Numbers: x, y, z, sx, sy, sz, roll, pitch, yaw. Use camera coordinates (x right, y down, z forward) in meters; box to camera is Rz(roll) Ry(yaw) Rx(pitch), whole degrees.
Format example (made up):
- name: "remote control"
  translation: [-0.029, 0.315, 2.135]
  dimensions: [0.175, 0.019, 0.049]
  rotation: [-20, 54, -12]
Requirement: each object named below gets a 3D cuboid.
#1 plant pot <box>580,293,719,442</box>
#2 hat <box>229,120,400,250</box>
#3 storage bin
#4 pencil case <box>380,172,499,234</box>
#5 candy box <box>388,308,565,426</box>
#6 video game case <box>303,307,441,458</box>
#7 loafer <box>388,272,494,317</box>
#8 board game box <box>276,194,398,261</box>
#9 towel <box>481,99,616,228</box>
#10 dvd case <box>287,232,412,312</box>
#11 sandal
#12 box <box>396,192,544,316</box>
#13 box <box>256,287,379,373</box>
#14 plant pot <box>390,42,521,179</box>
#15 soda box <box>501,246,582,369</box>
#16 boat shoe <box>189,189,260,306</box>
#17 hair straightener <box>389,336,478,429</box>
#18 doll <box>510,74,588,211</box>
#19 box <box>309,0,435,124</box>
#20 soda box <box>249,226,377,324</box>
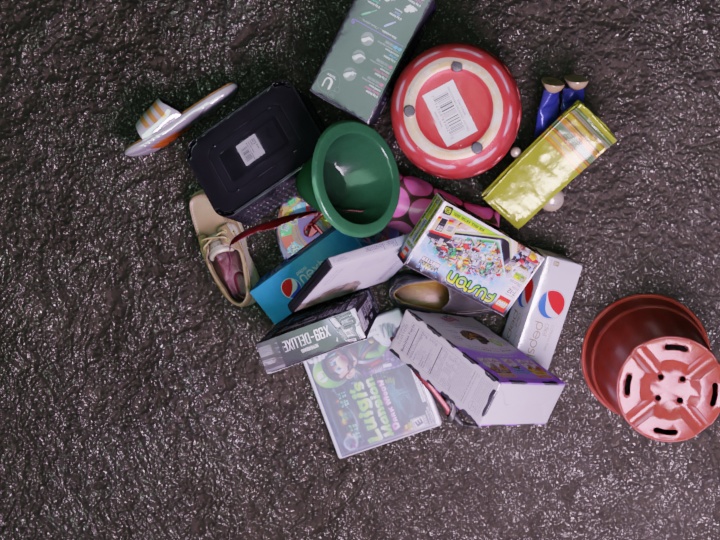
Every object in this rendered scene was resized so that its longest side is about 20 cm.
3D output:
- name: "plant pot"
  translation: [0.434, 0.150, 1.349]
  dimensions: [0.198, 0.195, 0.204]
  rotation: [1, 99, 7]
- name: "hat"
  translation: [-0.069, -0.122, 1.359]
  dimensions: [0.175, 0.198, 0.168]
  rotation: [-7, 86, 46]
- name: "storage bin"
  translation: [-0.148, -0.178, 1.413]
  dimensions: [0.199, 0.094, 0.136]
  rotation: [-32, 79, 9]
- name: "pencil case"
  translation: [0.116, -0.090, 1.412]
  dimensions: [0.198, 0.094, 0.091]
  rotation: [24, 125, 0]
- name: "candy box"
  translation: [0.166, 0.139, 1.333]
  dimensions: [0.200, 0.167, 0.072]
  rotation: [37, 109, 41]
- name: "video game case"
  translation: [0.014, 0.183, 1.493]
  dimensions: [0.180, 0.023, 0.202]
  rotation: [-20, 95, 9]
- name: "loafer"
  translation: [0.140, 0.041, 1.432]
  dimensions: [0.197, 0.072, 0.074]
  rotation: [-2, 97, 7]
- name: "board game box"
  translation: [-0.039, -0.058, 1.456]
  dimensions: [0.197, 0.039, 0.160]
  rotation: [5, 98, 7]
- name: "towel"
  translation: [0.275, -0.151, 1.356]
  dimensions: [0.086, 0.018, 0.200]
  rotation: [39, 114, -16]
- name: "dvd case"
  translation: [0.000, 0.000, 1.361]
  dimensions: [0.018, 0.198, 0.143]
  rotation: [60, 141, 15]
- name: "sandal"
  translation: [-0.288, -0.250, 1.448]
  dimensions: [0.205, 0.079, 0.060]
  rotation: [-33, 92, 1]
- name: "box"
  translation: [0.163, -0.021, 1.347]
  dimensions: [0.199, 0.035, 0.111]
  rotation: [26, 106, -27]
- name: "box"
  translation: [-0.060, 0.086, 1.398]
  dimensions: [0.156, 0.200, 0.050]
  rotation: [-21, 96, 9]
- name: "plant pot"
  translation: [0.140, -0.233, 1.342]
  dimensions: [0.197, 0.183, 0.203]
  rotation: [1, 97, 5]
- name: "soda box"
  translation: [0.270, 0.072, 1.416]
  dimensions: [0.063, 0.068, 0.203]
  rotation: [13, 100, -15]
- name: "boat shoe"
  translation: [-0.217, -0.035, 1.468]
  dimensions: [0.073, 0.066, 0.202]
  rotation: [-27, 94, 10]
- name: "hair straightener"
  translation: [0.133, 0.163, 1.456]
  dimensions: [0.077, 0.041, 0.201]
  rotation: [-38, 94, -11]
- name: "doll"
  translation: [0.287, -0.185, 1.376]
  dimensions: [0.135, 0.049, 0.202]
  rotation: [-10, 118, -17]
- name: "box"
  translation: [0.020, -0.330, 1.371]
  dimensions: [0.105, 0.122, 0.202]
  rotation: [28, 100, 2]
- name: "soda box"
  translation: [-0.072, -0.004, 1.427]
  dimensions: [0.199, 0.064, 0.068]
  rotation: [-35, 101, 21]
